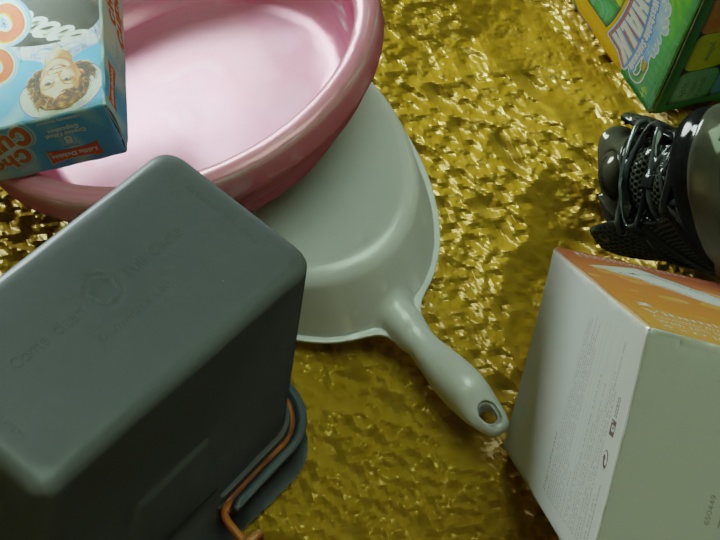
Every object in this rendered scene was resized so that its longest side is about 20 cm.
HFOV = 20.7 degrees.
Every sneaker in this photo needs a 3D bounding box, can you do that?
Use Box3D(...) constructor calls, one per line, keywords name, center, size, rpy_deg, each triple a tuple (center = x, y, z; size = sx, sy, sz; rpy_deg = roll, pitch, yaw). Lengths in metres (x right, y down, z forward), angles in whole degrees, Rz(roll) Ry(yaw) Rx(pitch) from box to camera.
Box3D(name="sneaker", center=(0.149, -0.036, 0.916), size=(0.113, 0.199, 0.077), rpy_deg=(13, 89, 22))

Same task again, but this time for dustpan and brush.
Box3D(name="dustpan and brush", center=(0.000, 0.000, 0.916), size=(0.139, 0.057, 0.200), rpy_deg=(-35, 56, -18))

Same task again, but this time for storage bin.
Box3D(name="storage bin", center=(-0.100, 0.060, 0.789), size=(0.145, 0.135, 0.200), rpy_deg=(37, 54, 15))

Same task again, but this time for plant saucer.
Box3D(name="plant saucer", center=(-0.083, -0.087, 0.925), size=(0.198, 0.051, 0.202), rpy_deg=(-10, 44, 10))

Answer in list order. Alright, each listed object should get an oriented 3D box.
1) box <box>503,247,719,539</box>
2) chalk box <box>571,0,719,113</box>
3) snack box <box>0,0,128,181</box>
Box3D(name="box", center=(0.141, 0.064, 0.802), size=(0.123, 0.098, 0.200), rpy_deg=(13, 8, -7))
Box3D(name="chalk box", center=(0.193, -0.172, 1.053), size=(0.123, 0.125, 0.201), rpy_deg=(-14, 56, -24))
Box3D(name="snack box", center=(-0.205, -0.085, 0.891), size=(0.198, 0.037, 0.117), rpy_deg=(-13, 53, 6))
